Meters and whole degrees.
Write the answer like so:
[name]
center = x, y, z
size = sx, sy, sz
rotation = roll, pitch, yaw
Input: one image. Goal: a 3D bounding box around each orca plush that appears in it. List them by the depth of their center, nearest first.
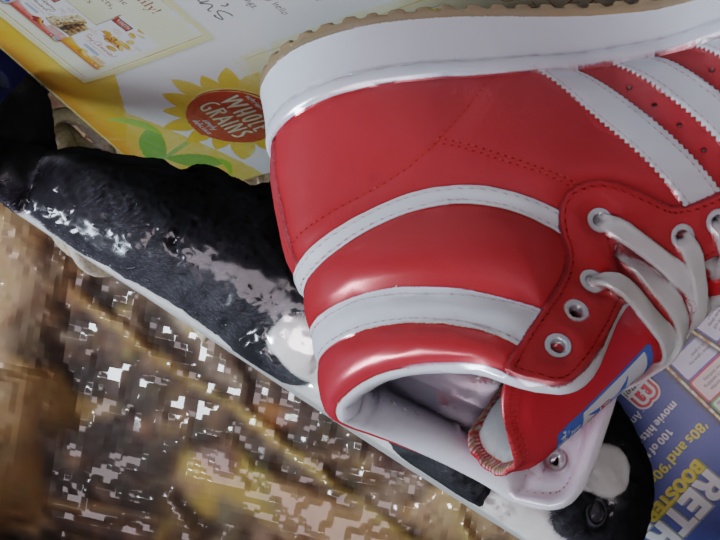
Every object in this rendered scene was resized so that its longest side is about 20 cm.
[orca plush]
center = 0.000, 0.000, 0.761
size = 0.199, 0.105, 0.071
rotation = 32, 86, 4

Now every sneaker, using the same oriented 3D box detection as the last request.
[sneaker]
center = 0.080, -0.008, 0.694
size = 0.199, 0.071, 0.113
rotation = -7, 61, 1

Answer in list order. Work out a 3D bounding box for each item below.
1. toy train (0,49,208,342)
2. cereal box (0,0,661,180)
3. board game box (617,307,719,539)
[toy train]
center = -0.140, -0.038, 0.813
size = 0.115, 0.085, 0.200
rotation = -29, 99, 26
[cereal box]
center = -0.005, -0.090, 0.728
size = 0.199, 0.040, 0.144
rotation = -15, 141, 29
[board game box]
center = 0.163, 0.059, 0.805
size = 0.200, 0.046, 0.152
rotation = 40, 108, -3
